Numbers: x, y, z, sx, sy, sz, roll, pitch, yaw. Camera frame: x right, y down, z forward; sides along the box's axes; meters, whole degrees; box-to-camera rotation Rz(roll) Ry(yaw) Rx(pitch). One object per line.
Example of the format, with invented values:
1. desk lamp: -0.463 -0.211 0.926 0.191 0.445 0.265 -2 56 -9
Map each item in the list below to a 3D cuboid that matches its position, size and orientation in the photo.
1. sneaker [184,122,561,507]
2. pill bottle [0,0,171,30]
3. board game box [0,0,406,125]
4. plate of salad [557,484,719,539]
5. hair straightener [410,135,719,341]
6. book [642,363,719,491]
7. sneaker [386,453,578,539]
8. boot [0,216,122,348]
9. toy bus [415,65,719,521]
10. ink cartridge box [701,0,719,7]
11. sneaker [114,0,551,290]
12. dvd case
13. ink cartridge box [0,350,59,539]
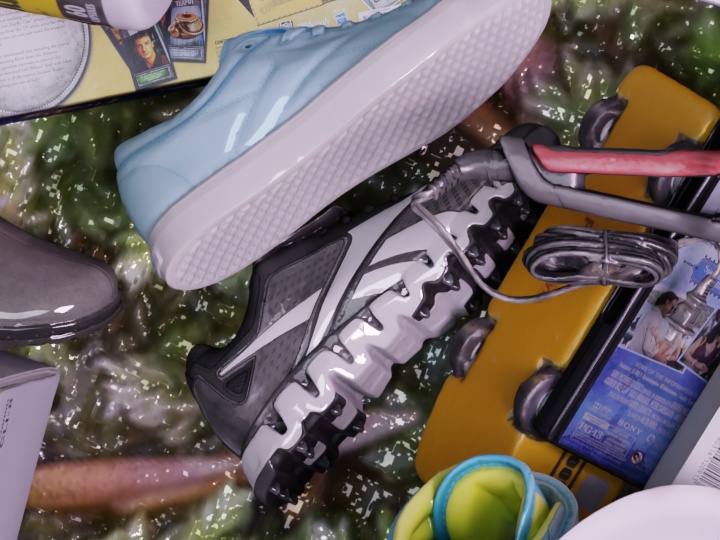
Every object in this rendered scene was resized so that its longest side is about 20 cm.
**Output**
1. sneaker: 0.000 0.000 1.254 0.090 0.066 0.200 42 89 22
2. pill bottle: -0.172 -0.170 1.221 0.199 0.111 0.112 11 93 10
3. board game box: -0.080 -0.147 1.280 0.199 0.035 0.136 -10 90 9
4. plate of salad: 0.103 0.179 1.136 0.048 0.199 0.201 14 95 51
5. hair straightener: 0.118 -0.010 1.144 0.199 0.041 0.077 4 95 4
6. book: 0.231 0.091 1.200 0.199 0.048 0.134 30 98 -12
7. sneaker: 0.082 0.128 1.178 0.079 0.199 0.131 22 114 38
8. boot: -0.194 -0.048 1.266 0.199 0.068 0.131 14 113 10
9. toy bus: 0.101 0.020 1.228 0.078 0.065 0.201 26 97 -36
10. ink cartridge box: 0.137 -0.217 1.219 0.145 0.084 0.201 19 94 8
11. sneaker: -0.018 -0.080 1.223 0.199 0.074 0.082 -33 68 -1
12. dvd case: 0.173 0.008 1.209 0.142 0.018 0.201 27 97 -33
13. ink cartridge box: -0.251 0.088 1.257 0.199 0.145 0.146 16 94 8
